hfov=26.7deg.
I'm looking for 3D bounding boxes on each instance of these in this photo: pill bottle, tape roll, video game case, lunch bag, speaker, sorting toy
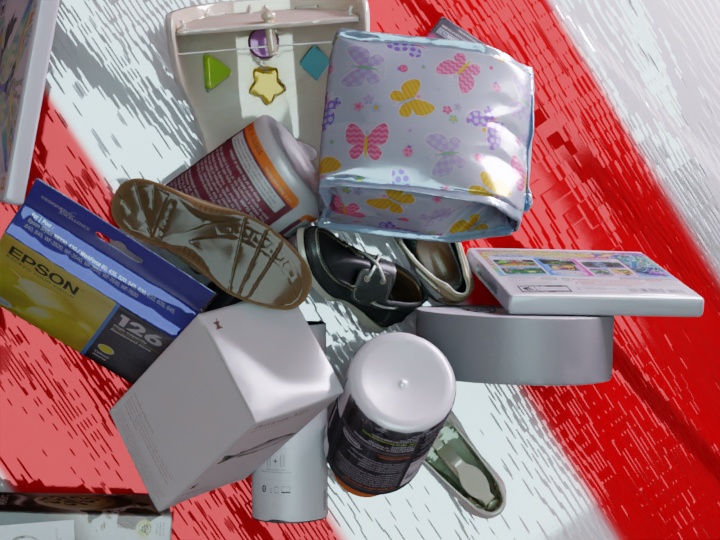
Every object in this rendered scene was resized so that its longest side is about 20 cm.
[{"bbox_3d":[0.022,0.152,1.483,0.105,0.201,0.107,6,58,-9],"label":"pill bottle"},{"bbox_3d":[0.153,0.073,1.523,0.198,0.200,0.067,1,91,-10],"label":"tape roll"},{"bbox_3d":[-0.331,-0.165,1.440,0.022,0.182,0.202,10,90,-26],"label":"video game case"},{"bbox_3d":[0.063,-0.119,1.426,0.197,0.127,0.171,4,69,1],"label":"lunch bag"},{"bbox_3d":[-0.073,0.150,1.545,0.080,0.081,0.203,-1,92,-10],"label":"speaker"},{"bbox_3d":[0.223,0.011,1.543,0.198,0.182,0.024,1,105,-10],"label":"video game case"},{"bbox_3d":[-0.140,-0.052,1.492,0.199,0.114,0.115,-34,97,10],"label":"pill bottle"},{"bbox_3d":[-0.092,-0.179,1.529,0.198,0.107,0.182,-6,106,-9],"label":"sorting toy"}]

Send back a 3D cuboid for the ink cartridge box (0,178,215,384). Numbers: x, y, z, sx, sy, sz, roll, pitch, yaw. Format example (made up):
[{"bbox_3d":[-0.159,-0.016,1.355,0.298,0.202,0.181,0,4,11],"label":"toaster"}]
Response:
[{"bbox_3d":[-0.258,0.020,1.453,0.197,0.200,0.047,33,60,-9],"label":"ink cartridge box"}]

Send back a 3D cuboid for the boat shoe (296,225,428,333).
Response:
[{"bbox_3d":[0.000,0.000,1.505,0.067,0.200,0.073,-19,61,23],"label":"boat shoe"}]

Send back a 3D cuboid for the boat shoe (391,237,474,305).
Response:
[{"bbox_3d":[0.059,-0.057,1.569,0.074,0.068,0.201,-35,97,-7],"label":"boat shoe"}]

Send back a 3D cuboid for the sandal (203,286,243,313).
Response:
[{"bbox_3d":[-0.132,0.038,1.494,0.076,0.200,0.043,4,54,-46],"label":"sandal"}]

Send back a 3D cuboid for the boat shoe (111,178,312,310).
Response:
[{"bbox_3d":[-0.133,-0.029,1.406,0.199,0.065,0.072,30,93,-1],"label":"boat shoe"}]

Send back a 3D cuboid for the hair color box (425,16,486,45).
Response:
[{"bbox_3d":[0.064,-0.148,1.535,0.100,0.061,0.201,34,70,8],"label":"hair color box"}]

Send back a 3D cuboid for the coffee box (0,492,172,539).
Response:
[{"bbox_3d":[-0.288,0.266,1.494,0.198,0.113,0.081,3,91,-11],"label":"coffee box"}]

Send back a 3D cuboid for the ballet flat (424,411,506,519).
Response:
[{"bbox_3d":[0.085,0.182,1.582,0.069,0.069,0.200,-44,98,-6],"label":"ballet flat"}]

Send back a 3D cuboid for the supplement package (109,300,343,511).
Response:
[{"bbox_3d":[-0.131,0.125,1.449,0.116,0.200,0.118,-15,69,-43],"label":"supplement package"}]
